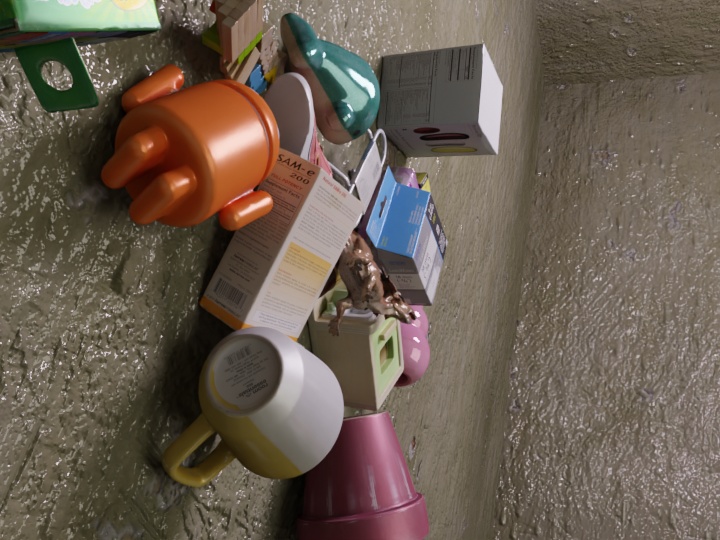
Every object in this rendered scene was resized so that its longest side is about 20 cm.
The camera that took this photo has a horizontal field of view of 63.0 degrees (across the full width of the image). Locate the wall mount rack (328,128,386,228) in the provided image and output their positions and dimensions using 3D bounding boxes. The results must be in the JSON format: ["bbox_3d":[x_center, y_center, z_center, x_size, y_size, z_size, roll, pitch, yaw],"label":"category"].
[{"bbox_3d":[-0.023,-0.170,0.919,0.176,0.073,0.202,72,31,-46],"label":"wall mount rack"}]

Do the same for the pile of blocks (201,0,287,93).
[{"bbox_3d":[-0.136,-0.246,0.650,0.083,0.061,0.200,-60,176,-2],"label":"pile of blocks"}]

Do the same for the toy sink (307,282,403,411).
[{"bbox_3d":[-0.001,0.097,0.941,0.130,0.110,0.204,-41,128,-58],"label":"toy sink"}]

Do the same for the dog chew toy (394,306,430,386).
[{"bbox_3d":[0.075,0.114,1.118,0.125,0.122,0.203,64,29,-47],"label":"dog chew toy"}]

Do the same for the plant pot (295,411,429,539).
[{"bbox_3d":[-0.005,0.314,0.887,0.199,0.196,0.183,19,60,-65],"label":"plant pot"}]

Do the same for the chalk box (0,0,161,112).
[{"bbox_3d":[-0.227,-0.209,0.387,0.124,0.122,0.205,-39,126,-59],"label":"chalk box"}]

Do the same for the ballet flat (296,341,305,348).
[{"bbox_3d":[-0.078,0.161,0.834,0.201,0.070,0.073,64,37,-48],"label":"ballet flat"}]

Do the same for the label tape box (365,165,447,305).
[{"bbox_3d":[0.086,-0.056,1.002,0.201,0.062,0.146,61,39,-47],"label":"label tape box"}]

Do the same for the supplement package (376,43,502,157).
[{"bbox_3d":[0.161,-0.322,1.154,0.191,0.196,0.151,17,77,-64],"label":"supplement package"}]

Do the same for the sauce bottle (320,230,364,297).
[{"bbox_3d":[-0.059,0.000,0.855,0.200,0.065,0.067,-39,127,-55],"label":"sauce bottle"}]

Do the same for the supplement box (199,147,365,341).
[{"bbox_3d":[-0.089,-0.023,0.702,0.203,0.073,0.126,-62,153,-2],"label":"supplement box"}]

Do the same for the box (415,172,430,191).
[{"bbox_3d":[0.115,-0.104,1.230,0.050,0.074,0.203,-55,142,-45],"label":"box"}]

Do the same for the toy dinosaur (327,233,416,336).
[{"bbox_3d":[0.000,0.000,0.823,0.135,0.084,0.204,-41,116,-60],"label":"toy dinosaur"}]

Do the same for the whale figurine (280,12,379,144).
[{"bbox_3d":[-0.036,-0.261,0.784,0.162,0.102,0.200,68,8,25],"label":"whale figurine"}]

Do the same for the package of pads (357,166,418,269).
[{"bbox_3d":[0.057,-0.083,1.095,0.122,0.074,0.202,68,34,-46],"label":"package of pads"}]

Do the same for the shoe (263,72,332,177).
[{"bbox_3d":[-0.081,-0.158,0.772,0.091,0.070,0.204,-49,148,-58],"label":"shoe"}]

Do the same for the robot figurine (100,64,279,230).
[{"bbox_3d":[-0.154,-0.119,0.570,0.200,0.141,0.119,-49,157,-54],"label":"robot figurine"}]

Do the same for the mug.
[{"bbox_3d":[-0.108,0.152,0.633,0.154,0.146,0.190,72,35,-62],"label":"mug"}]
